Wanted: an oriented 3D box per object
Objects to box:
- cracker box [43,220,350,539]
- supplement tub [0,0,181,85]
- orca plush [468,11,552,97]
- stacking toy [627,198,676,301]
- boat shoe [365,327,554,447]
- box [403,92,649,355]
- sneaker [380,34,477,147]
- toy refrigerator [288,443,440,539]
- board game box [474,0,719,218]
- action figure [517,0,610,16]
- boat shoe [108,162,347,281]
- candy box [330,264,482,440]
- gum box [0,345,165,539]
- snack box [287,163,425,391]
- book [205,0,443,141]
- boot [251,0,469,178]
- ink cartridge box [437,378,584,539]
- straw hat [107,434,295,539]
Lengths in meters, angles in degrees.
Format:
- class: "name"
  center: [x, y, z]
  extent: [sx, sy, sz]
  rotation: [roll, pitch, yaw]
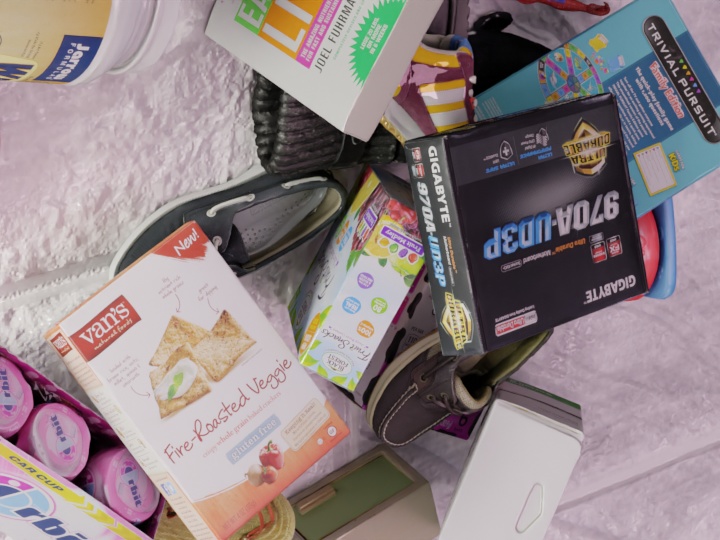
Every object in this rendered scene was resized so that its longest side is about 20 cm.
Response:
- class: "cracker box"
  center: [-0.120, 0.084, 1.509]
  extent: [0.134, 0.058, 0.201]
  rotation: [-39, 94, -24]
- class: "supplement tub"
  center: [-0.231, -0.197, 1.345]
  extent: [0.198, 0.144, 0.146]
  rotation: [0, 114, -35]
- class: "orca plush"
  center: [0.135, -0.144, 1.689]
  extent: [0.199, 0.071, 0.106]
  rotation: [25, 98, -42]
- class: "stacking toy"
  center: [0.157, -0.017, 1.685]
  extent: [0.198, 0.116, 0.111]
  rotation: [-11, 105, -26]
- class: "boat shoe"
  center: [0.080, 0.084, 1.658]
  extent: [0.071, 0.066, 0.201]
  rotation: [21, 124, -40]
- class: "box"
  center: [0.126, -0.038, 1.516]
  extent: [0.199, 0.046, 0.161]
  rotation: [-16, 99, -43]
- class: "sneaker"
  center: [0.066, -0.123, 1.529]
  extent: [0.090, 0.075, 0.200]
  rotation: [-46, 122, 2]
- class: "toy refrigerator"
  center: [-0.035, 0.235, 1.768]
  extent: [0.199, 0.076, 0.070]
  rotation: [-29, 128, -19]
- class: "board game box"
  center: [0.192, -0.112, 1.632]
  extent: [0.199, 0.047, 0.152]
  rotation: [-31, 92, -11]
- class: "action figure"
  center: [0.199, -0.249, 1.666]
  extent: [0.198, 0.099, 0.066]
  rotation: [-17, 122, -25]
- class: "boat shoe"
  center: [-0.102, -0.028, 1.587]
  extent: [0.199, 0.060, 0.076]
  rotation: [-35, 130, -16]
- class: "candy box"
  center: [0.077, 0.035, 1.751]
  extent: [0.136, 0.061, 0.201]
  rotation: [19, 101, -41]
- class: "gum box"
  center: [-0.251, 0.136, 1.511]
  extent: [0.200, 0.113, 0.067]
  rotation: [41, 47, -36]
- class: "snack box"
  center: [0.000, 0.000, 1.587]
  extent: [0.053, 0.200, 0.143]
  rotation: [26, 97, -9]
- class: "book"
  center: [-0.025, -0.190, 1.461]
  extent: [0.048, 0.200, 0.134]
  rotation: [21, 101, -41]
- class: "boot"
  center: [-0.001, -0.176, 1.570]
  extent: [0.156, 0.079, 0.214]
  rotation: [1, 97, -18]
- class: "ink cartridge box"
  center: [0.128, 0.178, 1.738]
  extent: [0.083, 0.200, 0.147]
  rotation: [22, 93, 4]
- class: "straw hat"
  center: [-0.141, 0.151, 1.631]
  extent: [0.201, 0.199, 0.086]
  rotation: [52, 40, -41]
